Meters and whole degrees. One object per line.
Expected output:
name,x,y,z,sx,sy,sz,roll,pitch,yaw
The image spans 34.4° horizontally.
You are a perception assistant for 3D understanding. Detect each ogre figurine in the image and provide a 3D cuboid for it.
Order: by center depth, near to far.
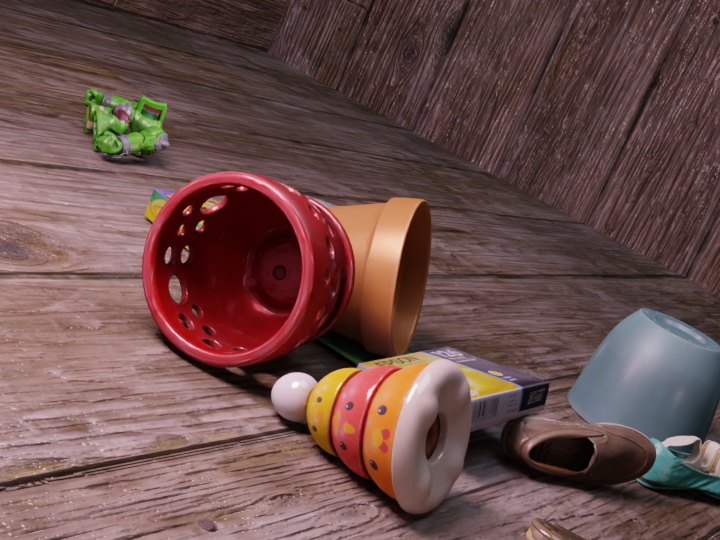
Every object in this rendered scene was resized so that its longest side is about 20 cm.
ogre figurine,-0.378,-0.236,1.884,0.119,0.099,0.200,4,10,-23

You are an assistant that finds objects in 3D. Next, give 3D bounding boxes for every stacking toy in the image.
stacking toy,-0.003,0.144,1.131,0.198,0.148,0.146,9,6,29

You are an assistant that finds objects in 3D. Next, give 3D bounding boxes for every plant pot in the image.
plant pot,-0.108,0.001,1.266,0.199,0.202,0.182,29,8,20
plant pot,0.000,0.000,1.459,0.139,0.202,0.200,10,11,13
plant pot,0.415,0.152,1.633,0.199,0.162,0.201,23,14,-6

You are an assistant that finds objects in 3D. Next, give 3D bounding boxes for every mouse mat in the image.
mouse mat,-0.036,0.072,1.504,0.199,0.008,0.161,31,16,22

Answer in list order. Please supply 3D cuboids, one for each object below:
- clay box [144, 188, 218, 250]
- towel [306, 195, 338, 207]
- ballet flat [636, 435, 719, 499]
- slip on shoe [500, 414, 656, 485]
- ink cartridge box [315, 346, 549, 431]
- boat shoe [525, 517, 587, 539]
clay box,-0.190,-0.045,1.591,0.199,0.048,0.114,33,17,35
towel,0.001,-0.079,2.078,0.199,0.024,0.147,17,14,-35
ballet flat,0.432,0.250,1.490,0.199,0.071,0.067,15,16,-35
slip on shoe,0.259,0.210,1.338,0.198,0.077,0.061,16,8,-20
ink cartridge box,0.085,0.124,1.325,0.199,0.047,0.197,19,13,32
boat shoe,0.181,0.269,1.029,0.072,0.068,0.200,29,-2,32
